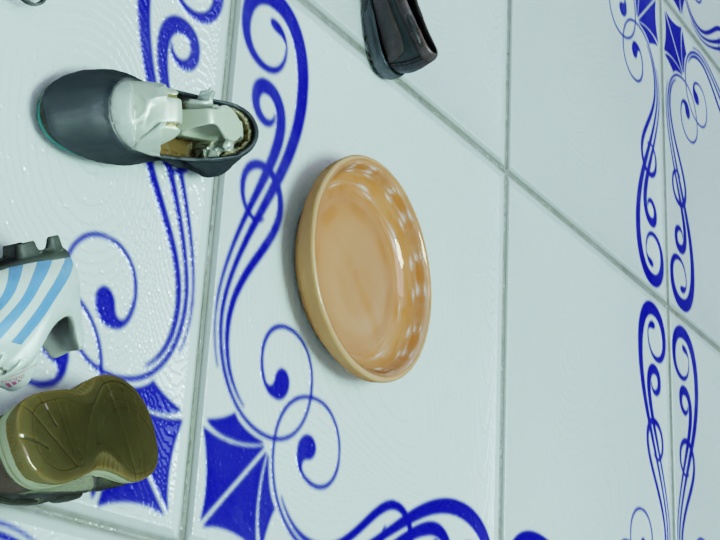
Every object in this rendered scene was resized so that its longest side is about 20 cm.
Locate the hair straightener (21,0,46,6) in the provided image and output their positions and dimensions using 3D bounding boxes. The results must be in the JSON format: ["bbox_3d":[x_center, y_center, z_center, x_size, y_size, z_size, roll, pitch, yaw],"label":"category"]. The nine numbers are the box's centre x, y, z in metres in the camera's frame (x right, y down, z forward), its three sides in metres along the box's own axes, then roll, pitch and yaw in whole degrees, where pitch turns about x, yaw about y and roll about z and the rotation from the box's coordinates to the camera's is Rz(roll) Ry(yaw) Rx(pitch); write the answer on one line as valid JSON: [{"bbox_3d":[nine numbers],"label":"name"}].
[{"bbox_3d":[-0.194,-0.235,0.980,0.078,0.040,0.200,69,28,-19],"label":"hair straightener"}]

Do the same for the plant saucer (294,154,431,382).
[{"bbox_3d":[0.000,0.000,1.237,0.199,0.037,0.203,23,63,-55],"label":"plant saucer"}]

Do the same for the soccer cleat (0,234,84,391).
[{"bbox_3d":[-0.232,0.036,0.821,0.199,0.069,0.088,-21,99,-58],"label":"soccer cleat"}]

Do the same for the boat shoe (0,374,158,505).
[{"bbox_3d":[-0.188,0.108,0.879,0.200,0.064,0.074,25,48,-73],"label":"boat shoe"}]

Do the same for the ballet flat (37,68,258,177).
[{"bbox_3d":[-0.142,-0.109,1.008,0.199,0.072,0.074,8,75,-57],"label":"ballet flat"}]

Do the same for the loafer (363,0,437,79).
[{"bbox_3d":[0.033,-0.289,1.345,0.072,0.062,0.203,-12,92,-58],"label":"loafer"}]
